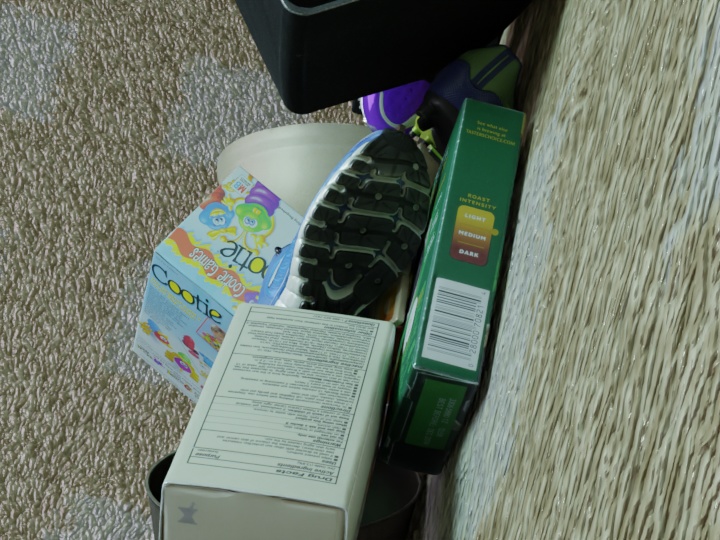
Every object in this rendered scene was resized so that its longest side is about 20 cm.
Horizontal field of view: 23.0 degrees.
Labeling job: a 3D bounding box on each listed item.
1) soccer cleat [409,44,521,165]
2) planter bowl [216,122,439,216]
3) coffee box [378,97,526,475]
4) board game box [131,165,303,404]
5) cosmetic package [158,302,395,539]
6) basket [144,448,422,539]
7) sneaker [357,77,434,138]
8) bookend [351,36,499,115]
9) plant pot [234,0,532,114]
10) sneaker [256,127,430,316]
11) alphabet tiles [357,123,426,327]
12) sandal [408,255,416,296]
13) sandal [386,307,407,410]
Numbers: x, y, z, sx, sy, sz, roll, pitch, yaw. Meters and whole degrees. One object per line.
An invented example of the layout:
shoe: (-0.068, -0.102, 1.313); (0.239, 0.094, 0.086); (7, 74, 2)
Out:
soccer cleat: (0.081, -0.110, 1.232); (0.084, 0.065, 0.200); (-44, -4, -2)
planter bowl: (-0.028, -0.028, 1.547); (0.200, 0.200, 0.135); (113, 159, -69)
coffee box: (0.056, 0.008, 1.078); (0.123, 0.044, 0.200); (106, 177, -56)
board game box: (-0.104, 0.024, 1.416); (0.103, 0.105, 0.200); (-48, -7, -26)
cosmetic package: (-0.044, 0.106, 1.010); (0.200, 0.103, 0.087); (-70, -13, -62)
basket: (-0.055, 0.225, 1.166); (0.136, 0.180, 0.200); (-129, 40, -61)
sneaker: (0.067, -0.185, 1.300); (0.200, 0.070, 0.100); (-59, 12, -1)
bookend: (0.015, -0.219, 1.468); (0.092, 0.199, 0.200); (-81, 6, -46)
plant pot: (0.000, -0.217, 1.163); (0.177, 0.199, 0.200); (104, 144, -61)
sneaker: (-0.025, -0.007, 1.129); (0.200, 0.079, 0.089); (-61, 26, 19)
alphabet tiles: (-0.008, 0.005, 1.189); (0.166, 0.006, 0.200); (-37, 38, 52)
sandal: (0.000, 0.000, 1.313); (0.200, 0.087, 0.080); (127, 147, -45)
sandal: (-0.023, 0.057, 1.256); (0.207, 0.059, 0.079); (-2, 53, 50)
